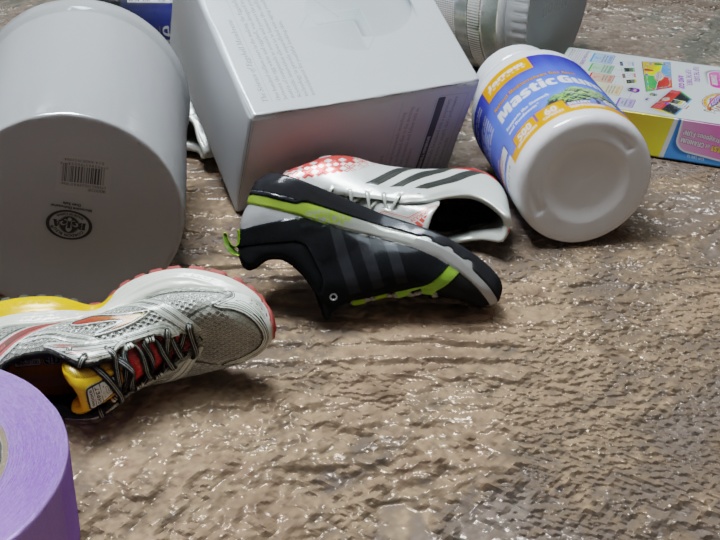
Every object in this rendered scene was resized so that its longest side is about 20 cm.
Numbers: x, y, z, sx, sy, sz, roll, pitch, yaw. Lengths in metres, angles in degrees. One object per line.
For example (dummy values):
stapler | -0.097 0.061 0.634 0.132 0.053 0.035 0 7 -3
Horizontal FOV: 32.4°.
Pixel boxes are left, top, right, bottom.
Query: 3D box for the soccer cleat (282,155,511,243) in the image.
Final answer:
soccer cleat | 0.020 -0.046 0.952 0.199 0.069 0.085 0 26 -11

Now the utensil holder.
utensil holder | -0.210 -0.086 0.918 0.169 0.171 0.200 -3 33 -7

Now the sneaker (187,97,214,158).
sneaker | -0.190 -0.152 1.128 0.199 0.076 0.088 22 41 29

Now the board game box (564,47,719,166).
board game box | 0.276 -0.157 1.175 0.199 0.041 0.153 12 31 18

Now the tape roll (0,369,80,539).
tape roll | -0.249 0.127 0.644 0.199 0.066 0.200 1 30 -1

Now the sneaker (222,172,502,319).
sneaker | 0.000 0.000 0.883 0.199 0.083 0.072 21 -4 -2

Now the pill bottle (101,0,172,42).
pill bottle | -0.207 -0.268 1.286 0.199 0.112 0.112 0 30 -1

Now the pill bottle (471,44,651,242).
pill bottle | 0.155 -0.116 1.030 0.111 0.113 0.200 -5 31 -9

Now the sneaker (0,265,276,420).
sneaker | -0.149 0.057 0.771 0.199 0.078 0.082 -12 35 -4

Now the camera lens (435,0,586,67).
camera lens | 0.118 -0.297 1.294 0.199 0.161 0.160 19 34 29

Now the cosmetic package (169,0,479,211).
cosmetic package | -0.039 -0.176 1.055 0.199 0.123 0.200 -11 57 -22
